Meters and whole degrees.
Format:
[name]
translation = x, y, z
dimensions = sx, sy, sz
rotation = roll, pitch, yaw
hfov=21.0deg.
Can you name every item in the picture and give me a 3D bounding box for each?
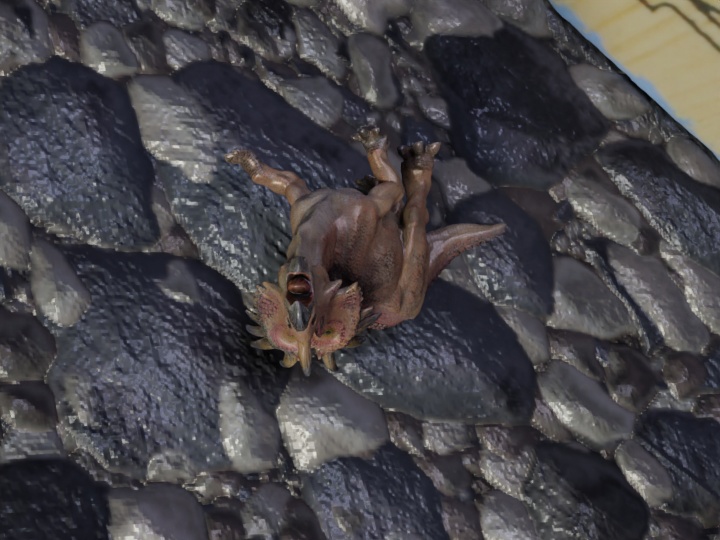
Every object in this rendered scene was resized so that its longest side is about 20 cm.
[toy dinosaur]
translation = 0.000, 0.000, 1.072
dimensions = 0.199, 0.085, 0.137
rotation = 11, 69, -48
[alphabet block]
translation = 0.275, -0.226, 1.297
dimensions = 0.196, 0.200, 0.196
rotation = 39, 50, -9
